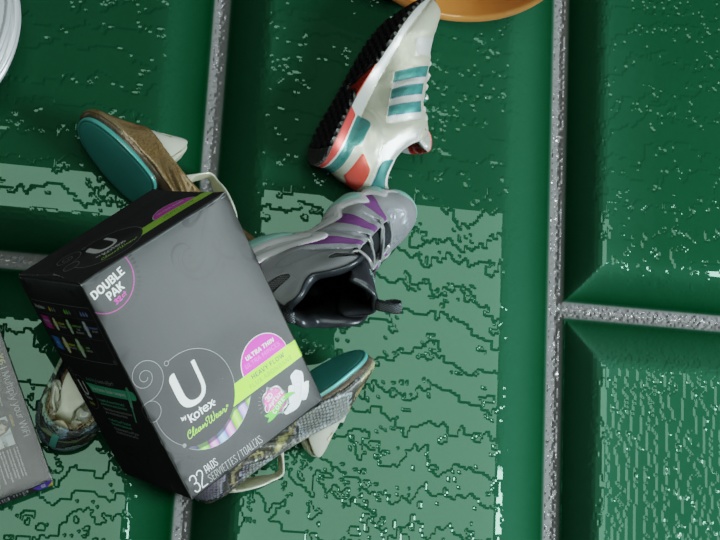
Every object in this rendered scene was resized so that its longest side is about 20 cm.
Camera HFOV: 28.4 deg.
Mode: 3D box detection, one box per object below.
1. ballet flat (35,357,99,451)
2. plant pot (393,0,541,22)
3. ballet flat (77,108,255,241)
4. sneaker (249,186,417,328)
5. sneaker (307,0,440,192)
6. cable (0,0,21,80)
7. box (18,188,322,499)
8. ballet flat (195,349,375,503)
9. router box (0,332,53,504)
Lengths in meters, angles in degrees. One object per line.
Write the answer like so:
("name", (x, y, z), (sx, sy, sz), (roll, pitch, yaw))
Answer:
("ballet flat", (-0.217, 0.061, 1.221), (0.074, 0.074, 0.201), (22, 74, -5))
("plant pot", (0.099, -0.349, 1.317), (0.199, 0.200, 0.141), (12, 60, -8))
("ballet flat", (-0.164, -0.075, 1.269), (0.200, 0.068, 0.072), (47, 54, 2))
("sneaker", (0.000, 0.000, 1.224), (0.200, 0.140, 0.078), (-29, 126, -28))
("sneaker", (0.034, -0.157, 1.325), (0.093, 0.070, 0.200), (36, 71, -19))
("cable", (-0.399, -0.220, 1.251), (0.200, 0.069, 0.200), (-39, 86, -17))
("box", (-0.152, 0.055, 1.154), (0.148, 0.124, 0.201), (-35, 112, -29))
("ballet flat", (-0.068, 0.141, 1.240), (0.200, 0.072, 0.072), (-29, 84, -15))
("router box", (-0.364, 0.112, 1.190), (0.157, 0.052, 0.201), (-19, 81, -14))
